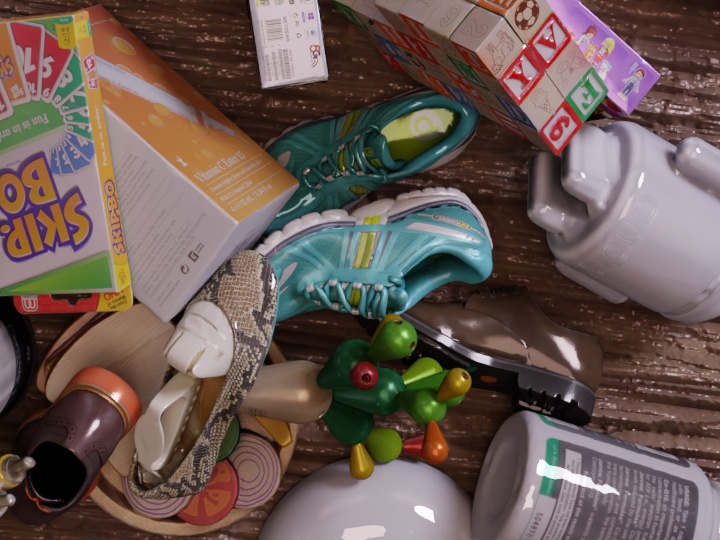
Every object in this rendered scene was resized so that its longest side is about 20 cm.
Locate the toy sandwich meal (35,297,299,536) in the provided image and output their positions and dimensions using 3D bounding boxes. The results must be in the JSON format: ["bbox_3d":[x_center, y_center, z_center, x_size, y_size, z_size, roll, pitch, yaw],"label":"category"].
[{"bbox_3d":[-0.140,0.106,1.196,0.203,0.070,0.207,0,96,-4],"label":"toy sandwich meal"}]

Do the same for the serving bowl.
[{"bbox_3d":[0.014,0.246,1.224,0.198,0.066,0.202,0,95,-3],"label":"serving bowl"}]

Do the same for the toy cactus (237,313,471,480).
[{"bbox_3d":[-0.006,0.097,1.146,0.163,0.200,0.103,1,71,-1],"label":"toy cactus"}]

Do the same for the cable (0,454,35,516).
[{"bbox_3d":[-0.302,0.167,1.127,0.097,0.199,0.051,-42,102,-32],"label":"cable"}]

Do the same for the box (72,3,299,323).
[{"bbox_3d":[-0.161,-0.079,1.121,0.200,0.124,0.098,41,114,3],"label":"box"}]

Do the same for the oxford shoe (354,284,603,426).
[{"bbox_3d":[0.090,0.046,1.215,0.198,0.073,0.085,21,68,-2],"label":"oxford shoe"}]

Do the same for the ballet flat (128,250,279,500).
[{"bbox_3d":[-0.114,0.080,1.103,0.068,0.075,0.201,37,119,28],"label":"ballet flat"}]

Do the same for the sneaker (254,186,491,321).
[{"bbox_3d":[0.000,0.000,1.148,0.198,0.078,0.080,-19,56,-8],"label":"sneaker"}]

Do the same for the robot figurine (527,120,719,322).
[{"bbox_3d":[0.216,-0.033,1.173,0.199,0.170,0.114,25,50,-20],"label":"robot figurine"}]

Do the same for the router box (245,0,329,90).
[{"bbox_3d":[-0.061,-0.230,1.126,0.051,0.149,0.202,-8,97,-2],"label":"router box"}]

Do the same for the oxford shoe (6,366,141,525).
[{"bbox_3d":[-0.223,0.141,1.141,0.071,0.200,0.073,34,49,-3],"label":"oxford shoe"}]

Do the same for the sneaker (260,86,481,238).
[{"bbox_3d":[-0.003,-0.087,1.180,0.199,0.080,0.078,-27,96,0],"label":"sneaker"}]

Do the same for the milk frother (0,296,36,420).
[{"bbox_3d":[-0.346,0.054,1.117,0.198,0.188,0.182,-21,93,-3],"label":"milk frother"}]

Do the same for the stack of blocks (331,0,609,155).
[{"bbox_3d":[0.064,-0.166,1.095,0.059,0.200,0.115,-50,132,-4],"label":"stack of blocks"}]

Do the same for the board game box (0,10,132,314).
[{"bbox_3d":[-0.210,-0.066,1.059,0.095,0.030,0.202,-2,107,20],"label":"board game box"}]

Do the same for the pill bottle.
[{"bbox_3d":[0.194,0.185,1.201,0.198,0.113,0.114,18,95,-11],"label":"pill bottle"}]

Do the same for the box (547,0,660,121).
[{"bbox_3d":[0.113,-0.187,1.147,0.200,0.137,0.039,41,88,-6],"label":"box"}]
